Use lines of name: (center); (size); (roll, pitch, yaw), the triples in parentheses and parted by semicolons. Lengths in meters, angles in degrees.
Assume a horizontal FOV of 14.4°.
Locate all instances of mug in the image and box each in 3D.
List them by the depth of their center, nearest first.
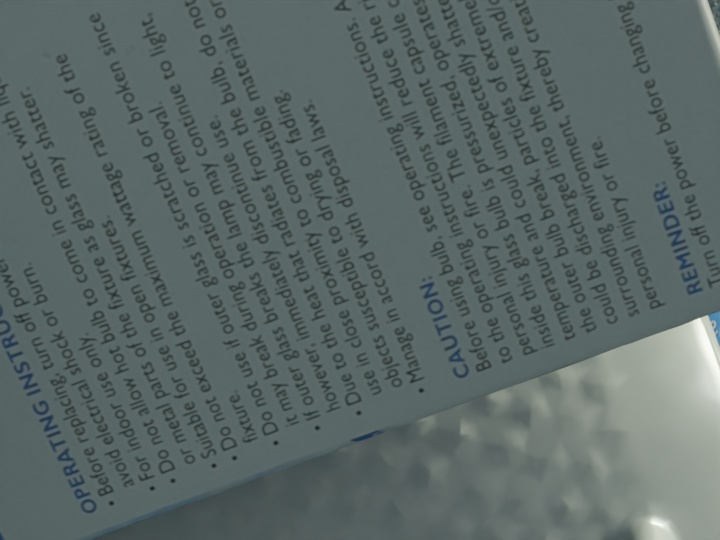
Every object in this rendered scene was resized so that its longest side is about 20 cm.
mug: (0.015, 0.073, 0.702); (0.200, 0.175, 0.148); (-99, 165, -61)

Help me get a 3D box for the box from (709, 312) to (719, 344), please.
box: (0.098, 0.031, 1.133); (0.200, 0.099, 0.096); (15, 70, -50)

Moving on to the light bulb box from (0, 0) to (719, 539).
light bulb box: (-0.027, -0.051, 0.651); (0.198, 0.199, 0.125); (-95, 164, -68)
